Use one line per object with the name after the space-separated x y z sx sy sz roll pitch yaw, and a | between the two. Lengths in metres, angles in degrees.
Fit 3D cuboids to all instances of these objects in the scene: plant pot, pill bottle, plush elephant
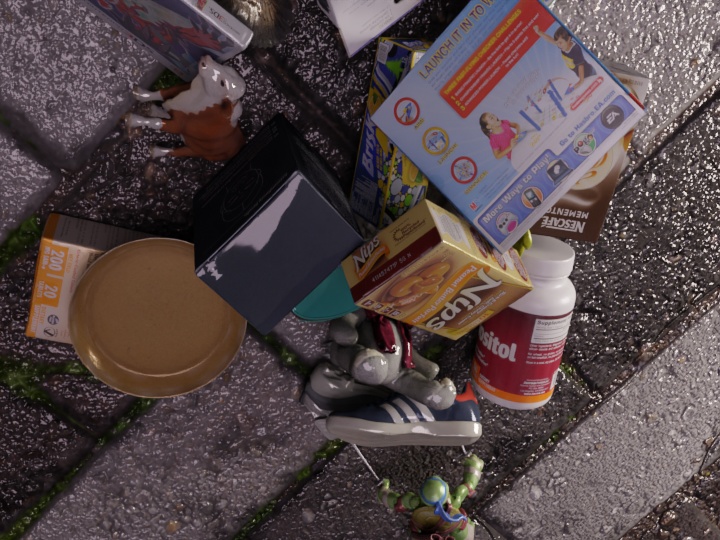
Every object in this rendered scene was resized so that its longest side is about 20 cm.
-0.227 0.051 1.006 0.195 0.028 0.205 -6 117 -11 | plant pot
0.209 0.063 1.135 0.110 0.113 0.205 2 114 -12 | pill bottle
0.035 0.056 1.082 0.163 0.199 0.158 25 86 -33 | plush elephant

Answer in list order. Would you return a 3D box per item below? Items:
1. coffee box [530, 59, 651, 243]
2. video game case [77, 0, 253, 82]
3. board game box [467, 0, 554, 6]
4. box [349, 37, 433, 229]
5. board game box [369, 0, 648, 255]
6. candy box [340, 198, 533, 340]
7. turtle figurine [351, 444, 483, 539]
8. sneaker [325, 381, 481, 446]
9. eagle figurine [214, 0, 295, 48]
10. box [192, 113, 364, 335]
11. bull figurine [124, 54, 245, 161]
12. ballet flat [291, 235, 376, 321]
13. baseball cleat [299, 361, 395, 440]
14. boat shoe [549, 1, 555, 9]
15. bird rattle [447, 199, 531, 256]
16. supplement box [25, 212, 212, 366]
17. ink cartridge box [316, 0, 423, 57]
0.250 -0.146 1.061 0.111 0.080 0.204 6 114 -14 | coffee box
-0.209 -0.257 0.857 0.181 0.199 0.023 35 77 -23 | video game case
0.180 -0.352 0.902 0.199 0.045 0.135 -41 116 4 | board game box
0.045 -0.155 1.012 0.069 0.064 0.204 -10 121 -39 | box
0.144 -0.158 0.892 0.196 0.056 0.200 44 112 -2 | board game box
0.084 0.006 0.932 0.115 0.056 0.198 -35 147 24 | candy box
0.100 0.302 1.249 0.143 0.200 0.196 -33 140 -19 | turtle figurine
0.053 0.172 1.121 0.195 0.087 0.075 3 156 -8 | sneaker
-0.126 -0.321 0.872 0.196 0.151 0.155 16 75 -23 | eagle figurine
-0.095 -0.057 0.966 0.148 0.201 0.107 -41 116 11 | box
-0.171 -0.159 0.921 0.118 0.200 0.067 3 78 -1 | bull figurine
0.000 0.000 1.009 0.196 0.070 0.069 -22 114 -13 | ballet flat
0.014 0.188 1.189 0.197 0.070 0.108 25 116 -11 | baseball cleat
0.204 -0.335 0.970 0.073 0.065 0.204 26 107 -22 | boat shoe
0.150 -0.119 1.007 0.111 0.163 0.204 1 117 -34 | bird rattle
-0.276 0.024 1.039 0.195 0.074 0.128 12 113 -17 | supplement box
0.032 -0.345 0.899 0.197 0.044 0.201 -38 151 -7 | ink cartridge box
